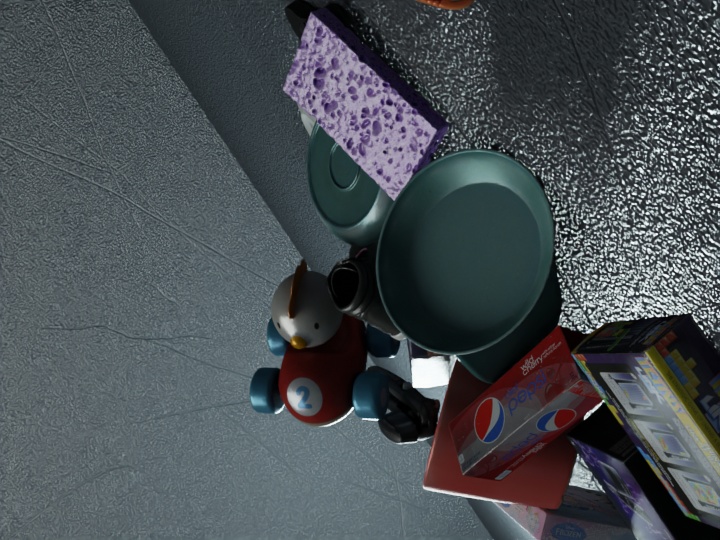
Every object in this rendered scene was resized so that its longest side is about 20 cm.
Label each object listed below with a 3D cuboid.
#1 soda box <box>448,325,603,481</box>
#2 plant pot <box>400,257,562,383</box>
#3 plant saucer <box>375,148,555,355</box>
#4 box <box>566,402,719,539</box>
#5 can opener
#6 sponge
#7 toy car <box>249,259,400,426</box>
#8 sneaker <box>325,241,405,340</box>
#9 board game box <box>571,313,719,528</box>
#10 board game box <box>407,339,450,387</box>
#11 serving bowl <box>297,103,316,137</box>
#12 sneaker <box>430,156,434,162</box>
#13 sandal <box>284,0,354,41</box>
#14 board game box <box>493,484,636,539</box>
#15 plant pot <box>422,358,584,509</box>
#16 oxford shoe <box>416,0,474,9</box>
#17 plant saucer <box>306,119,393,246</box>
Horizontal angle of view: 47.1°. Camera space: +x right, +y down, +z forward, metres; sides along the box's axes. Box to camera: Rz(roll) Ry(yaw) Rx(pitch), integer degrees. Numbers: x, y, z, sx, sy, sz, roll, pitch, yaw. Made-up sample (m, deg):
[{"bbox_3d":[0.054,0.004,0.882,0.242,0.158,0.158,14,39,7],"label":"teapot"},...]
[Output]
[{"bbox_3d":[0.184,0.150,0.908,0.062,0.200,0.071,16,-139,-31],"label":"soda box"},{"bbox_3d":[0.139,0.037,0.932,0.141,0.141,0.200,47,178,35],"label":"plant pot"},{"bbox_3d":[0.104,-0.017,0.808,0.036,0.201,0.200,18,-157,-51],"label":"plant saucer"},{"bbox_3d":[0.334,0.251,0.907,0.202,0.078,0.141,55,174,-6],"label":"box"},{"bbox_3d":[0.050,0.172,1.121,0.200,0.077,0.065,-139,56,-66],"label":"can opener"},{"bbox_3d":[0.002,-0.184,0.924,0.200,0.030,0.112,46,136,13],"label":"sponge"},{"bbox_3d":[-0.065,0.081,1.060,0.180,0.179,0.201,-1,142,20],"label":"toy car"},{"bbox_3d":[0.000,0.000,1.032,0.098,0.071,0.201,27,-160,-30],"label":"sneaker"},{"bbox_3d":[0.295,0.138,0.744,0.201,0.056,0.165,55,170,0],"label":"board game box"},{"bbox_3d":[0.086,0.042,1.138,0.166,0.055,0.204,74,-169,-68],"label":"board game box"},{"bbox_3d":[-0.035,-0.205,1.167,0.201,0.065,0.200,53,172,11],"label":"serving bowl"},{"bbox_3d":[0.044,-0.118,1.062,0.090,0.079,0.198,22,174,-37],"label":"sneaker"},{"bbox_3d":[-0.050,-0.284,1.012,0.077,0.043,0.200,59,170,-29],"label":"sandal"},{"bbox_3d":[0.303,0.345,1.163,0.196,0.044,0.199,14,179,-12],"label":"board game box"},{"bbox_3d":[0.191,0.214,1.083,0.174,0.204,0.201,15,161,11],"label":"plant pot"},{"bbox_3d":[0.017,-0.261,0.651,0.199,0.072,0.073,38,-173,17],"label":"oxford shoe"},{"bbox_3d":[-0.012,-0.132,1.028,0.198,0.027,0.205,5,96,52],"label":"plant saucer"}]
